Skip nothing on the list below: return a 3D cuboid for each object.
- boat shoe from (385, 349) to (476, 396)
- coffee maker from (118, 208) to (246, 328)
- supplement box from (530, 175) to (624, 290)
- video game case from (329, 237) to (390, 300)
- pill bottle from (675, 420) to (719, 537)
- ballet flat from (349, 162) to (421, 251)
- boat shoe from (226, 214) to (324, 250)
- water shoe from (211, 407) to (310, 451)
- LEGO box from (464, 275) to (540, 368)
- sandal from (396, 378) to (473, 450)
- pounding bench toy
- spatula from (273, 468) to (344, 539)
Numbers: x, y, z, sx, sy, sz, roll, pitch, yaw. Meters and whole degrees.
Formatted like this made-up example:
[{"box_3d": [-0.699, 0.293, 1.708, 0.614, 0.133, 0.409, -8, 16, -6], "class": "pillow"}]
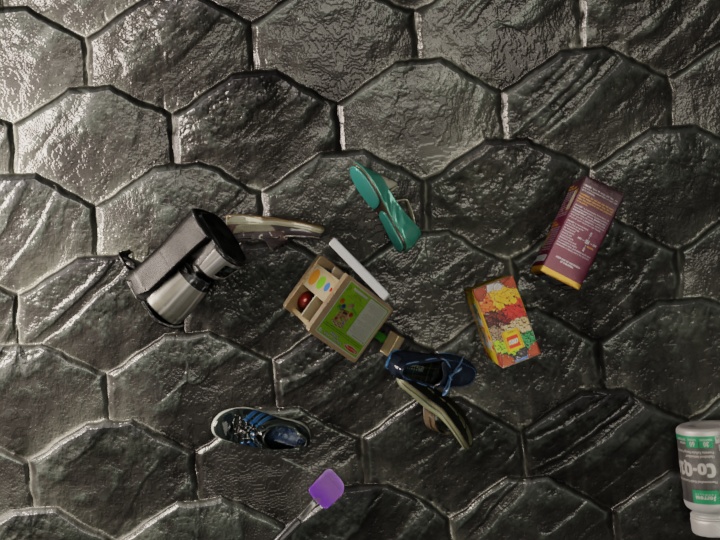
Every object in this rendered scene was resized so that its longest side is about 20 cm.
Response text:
[{"box_3d": [0.141, 0.201, 1.682, 0.197, 0.069, 0.085, 4, 105, -27], "class": "boat shoe"}, {"box_3d": [-0.344, -0.022, 1.682, 0.200, 0.135, 0.192, -43, 93, 12], "class": "coffee maker"}, {"box_3d": [0.415, -0.070, 1.697, 0.085, 0.110, 0.202, 26, 89, 1], "class": "supplement box"}, {"box_3d": [0.000, 0.000, 1.659, 0.018, 0.200, 0.143, -44, 88, -1], "class": "video game case"}, {"box_3d": [0.668, 0.394, 1.679, 0.111, 0.113, 0.203, -7, 88, 1], "class": "pill bottle"}, {"box_3d": [0.055, -0.134, 1.737, 0.070, 0.067, 0.201, -31, 88, -24], "class": "ballet flat"}, {"box_3d": [-0.169, -0.072, 1.732, 0.197, 0.072, 0.066, 6, 94, 5], "class": "boat shoe"}, {"box_3d": [-0.195, 0.309, 1.715, 0.197, 0.079, 0.073, 5, 88, 1], "class": "water shoe"}, {"box_3d": [0.261, 0.092, 1.652, 0.076, 0.200, 0.151, -20, 89, 1], "class": "LEGO box"}, {"box_3d": [0.143, 0.273, 1.720, 0.201, 0.080, 0.057, 43, 112, 6], "class": "sandal"}, {"box_3d": [-0.023, 0.086, 1.693, 0.199, 0.156, 0.125, 37, 89, -30], "class": "pounding bench toy"}, {"box_3d": [-0.111, 0.481, 1.738, 0.056, 0.021, 0.200, 43, 92, 14], "class": "spatula"}]
